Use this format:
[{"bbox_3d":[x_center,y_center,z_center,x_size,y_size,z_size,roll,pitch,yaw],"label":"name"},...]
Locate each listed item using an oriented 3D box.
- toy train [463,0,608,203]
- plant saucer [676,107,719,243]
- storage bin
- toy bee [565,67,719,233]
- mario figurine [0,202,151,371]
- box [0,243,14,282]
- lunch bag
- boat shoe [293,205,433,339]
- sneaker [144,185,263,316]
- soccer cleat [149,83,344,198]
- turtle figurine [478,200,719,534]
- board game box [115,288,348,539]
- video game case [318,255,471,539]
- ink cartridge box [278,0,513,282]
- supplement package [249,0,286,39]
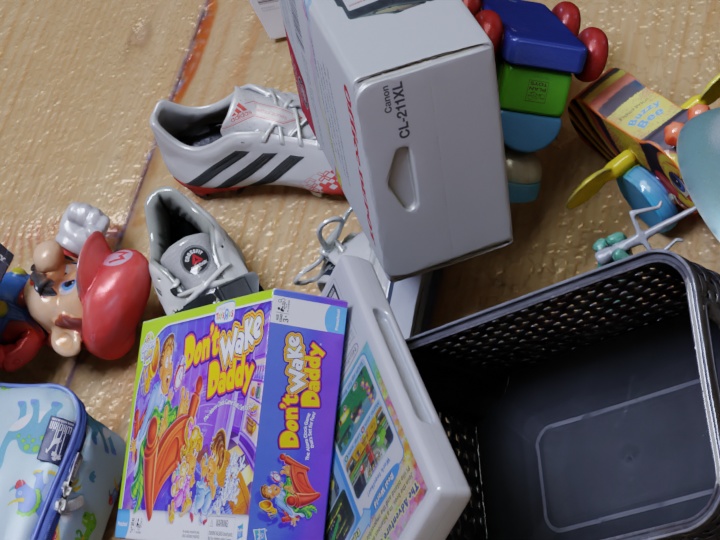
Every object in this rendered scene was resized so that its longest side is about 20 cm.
[{"bbox_3d":[0.092,-0.128,1.054,0.085,0.116,0.200,8,21,-11],"label":"toy train"},{"bbox_3d":[0.260,-0.024,0.857,0.027,0.200,0.200,-54,41,33],"label":"plant saucer"},{"bbox_3d":[0.112,0.087,0.798,0.200,0.094,0.135,-23,61,38],"label":"storage bin"},{"bbox_3d":[0.196,-0.077,0.963,0.200,0.109,0.131,23,68,34],"label":"toy bee"},{"bbox_3d":[-0.236,0.012,1.084,0.200,0.106,0.124,-12,74,22],"label":"mario figurine"},{"bbox_3d":[-0.326,0.058,1.045,0.200,0.036,0.143,-16,43,34],"label":"box"},{"bbox_3d":[-0.259,0.152,1.019,0.200,0.082,0.161,4,62,27],"label":"lunch bag"},{"bbox_3d":[0.000,0.003,1.010,0.086,0.075,0.202,8,66,8],"label":"boat shoe"},{"bbox_3d":[-0.097,0.024,1.033,0.074,0.089,0.200,-33,52,-3],"label":"sneaker"},{"bbox_3d":[-0.051,-0.094,1.095,0.200,0.085,0.069,-2,56,22],"label":"soccer cleat"},{"bbox_3d":[0.167,0.061,0.886,0.200,0.101,0.150,-45,35,9],"label":"turtle figurine"},{"bbox_3d":[-0.077,0.089,0.894,0.200,0.045,0.135,-15,67,62],"label":"board game box"},{"bbox_3d":[-0.018,0.124,0.842,0.200,0.024,0.182,-63,31,29],"label":"video game case"},{"bbox_3d":[0.016,-0.113,0.952,0.083,0.146,0.200,-17,41,-8],"label":"ink cartridge box"},{"bbox_3d":[-0.030,-0.293,1.206,0.109,0.114,0.200,-8,53,17],"label":"supplement package"}]
